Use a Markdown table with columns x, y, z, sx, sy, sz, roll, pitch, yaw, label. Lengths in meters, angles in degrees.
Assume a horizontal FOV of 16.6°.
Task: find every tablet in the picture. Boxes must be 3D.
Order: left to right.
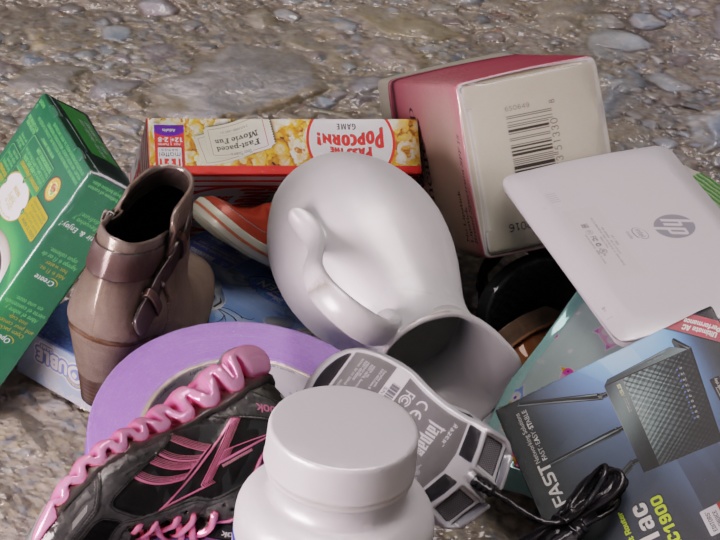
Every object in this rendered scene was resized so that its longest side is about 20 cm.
| x | y | z | sx | sy | sz | roll | pitch | yaw | label |
| --- | --- | --- | --- | --- | --- | --- | --- | --- | --- |
| 0.189 | -0.021 | 1.639 | 0.130 | 0.014 | 0.200 | -12 | 38 | -16 | tablet |

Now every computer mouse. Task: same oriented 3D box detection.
| x | y | z | sx | sy | sz | roll | pitch | yaw | label |
| --- | --- | --- | --- | --- | --- | --- | --- | --- | --- |
| 0.053 | 0.115 | 1.469 | 0.200 | 0.044 | 0.110 | 34 | 80 | 24 | computer mouse |

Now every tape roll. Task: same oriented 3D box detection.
| x | y | z | sx | sy | sz | roll | pitch | yaw | label |
| --- | --- | --- | --- | --- | --- | --- | --- | --- | --- |
| -0.071 | 0.125 | 1.520 | 0.199 | 0.066 | 0.201 | 6 | 44 | -5 | tape roll |

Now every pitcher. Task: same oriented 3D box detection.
| x | y | z | sx | sy | sz | roll | pitch | yaw | label |
| --- | --- | --- | --- | --- | --- | --- | --- | --- | --- |
| 0.000 | 0.000 | 1.632 | 0.171 | 0.121 | 0.200 | 34 | 16 | -45 | pitcher |

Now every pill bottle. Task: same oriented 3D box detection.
| x | y | z | sx | sy | sz | roll | pitch | yaw | label |
| --- | --- | --- | --- | --- | --- | --- | --- | --- | --- |
| -0.017 | 0.169 | 1.368 | 0.112 | 0.201 | 0.112 | 5 | 30 | -3 | pill bottle |

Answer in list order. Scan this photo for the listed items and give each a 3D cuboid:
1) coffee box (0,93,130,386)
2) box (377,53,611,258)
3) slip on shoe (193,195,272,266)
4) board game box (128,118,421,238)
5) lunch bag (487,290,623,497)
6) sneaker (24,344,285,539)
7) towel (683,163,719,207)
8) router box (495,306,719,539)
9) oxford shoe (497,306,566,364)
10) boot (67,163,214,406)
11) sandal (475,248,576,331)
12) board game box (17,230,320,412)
| x | y | z | sx | sy | sz | roll | pitch | yaw | label |
| --- | --- | --- | --- | --- | --- | --- | --- | --- | --- |
| -0.236 | -0.008 | 1.649 | 0.044 | 0.200 | 0.123 | 28 | 14 | -35 | coffee box |
| 0.098 | -0.087 | 1.803 | 0.109 | 0.128 | 0.200 | -13 | 8 | -15 | box |
| -0.039 | -0.030 | 1.778 | 0.199 | 0.061 | 0.074 | 13 | 13 | -40 | slip on shoe |
| -0.068 | -0.067 | 1.828 | 0.199 | 0.152 | 0.047 | -1 | 73 | -11 | board game box |
| 0.191 | 0.098 | 1.605 | 0.170 | 0.122 | 0.200 | 24 | 53 | 27 | lunch bag |
| -0.105 | 0.127 | 1.424 | 0.200 | 0.079 | 0.095 | -36 | 82 | -31 | sneaker |
| 0.278 | -0.018 | 1.930 | 0.200 | 0.023 | 0.152 | 31 | 39 | 34 | towel |
| 0.186 | 0.139 | 1.472 | 0.149 | 0.062 | 0.200 | -27 | 55 | 6 | router box |
| 0.164 | 0.054 | 1.758 | 0.200 | 0.071 | 0.071 | -26 | 70 | -43 | oxford shoe |
| -0.133 | -0.006 | 1.614 | 0.070 | 0.147 | 0.200 | 19 | 35 | 7 | boot |
| 0.122 | 0.007 | 1.808 | 0.048 | 0.076 | 0.200 | 22 | 24 | 22 | sandal |
| -0.098 | 0.056 | 1.705 | 0.200 | 0.044 | 0.199 | 26 | 36 | 30 | board game box |
